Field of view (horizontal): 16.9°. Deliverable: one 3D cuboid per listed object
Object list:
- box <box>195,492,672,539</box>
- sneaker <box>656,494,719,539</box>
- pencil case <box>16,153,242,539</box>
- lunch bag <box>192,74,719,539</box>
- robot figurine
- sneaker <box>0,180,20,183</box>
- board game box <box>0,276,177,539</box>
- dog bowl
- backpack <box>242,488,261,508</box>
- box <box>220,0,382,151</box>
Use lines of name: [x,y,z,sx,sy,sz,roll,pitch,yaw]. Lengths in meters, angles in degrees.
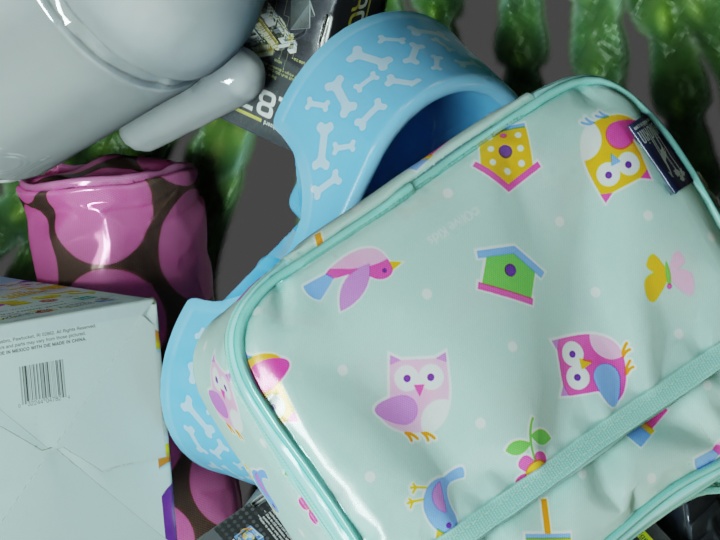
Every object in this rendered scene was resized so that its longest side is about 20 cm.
box: [0.050,0.144,0.898,0.200,0.160,0.044,47,152,18]
sneaker: [0.113,0.076,0.970,0.082,0.070,0.201,-30,85,50]
pencil case: [-0.105,0.047,1.073,0.094,0.090,0.201,-157,61,-64]
lunch bag: [0.056,0.035,0.870,0.161,0.199,0.077,56,162,2]
robot figurine: [-0.115,-0.109,0.957,0.199,0.113,0.169,-27,132,36]
sneaker: [-0.226,-0.105,1.087,0.200,0.088,0.076,37,123,28]
board game box: [-0.172,0.062,1.005,0.200,0.104,0.104,7,104,56]
dog bowl: [0.000,0.000,0.951,0.049,0.111,0.201,32,97,43]
backpack: [0.000,0.187,1.000,0.182,0.147,0.201,29,109,-3]
box: [-0.078,-0.160,1.015,0.199,0.049,0.162,25,113,23]
